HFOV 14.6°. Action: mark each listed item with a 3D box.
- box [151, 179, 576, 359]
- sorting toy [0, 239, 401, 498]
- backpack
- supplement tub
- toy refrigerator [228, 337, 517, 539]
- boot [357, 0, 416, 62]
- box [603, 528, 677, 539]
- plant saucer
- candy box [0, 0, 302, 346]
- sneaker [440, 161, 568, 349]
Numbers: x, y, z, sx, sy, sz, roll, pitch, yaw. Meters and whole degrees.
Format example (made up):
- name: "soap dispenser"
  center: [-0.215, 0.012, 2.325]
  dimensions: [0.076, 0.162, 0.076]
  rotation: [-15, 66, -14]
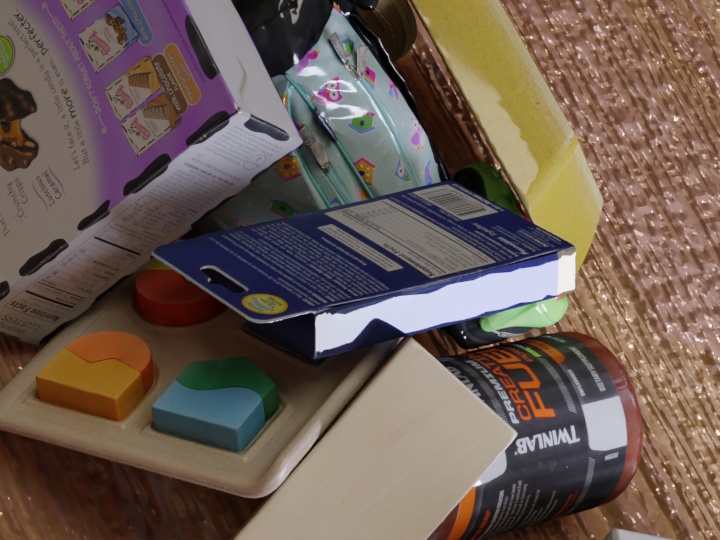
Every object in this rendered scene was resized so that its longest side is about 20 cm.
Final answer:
- name: "box"
  center: [0.000, 0.000, 1.498]
  dimensions: [0.199, 0.033, 0.121]
  rotation: [-12, 26, -30]
- name: "sorting toy"
  center: [-0.085, 0.042, 1.511]
  dimensions: [0.199, 0.037, 0.185]
  rotation: [9, 37, 29]
- name: "backpack"
  center: [-0.039, -0.074, 1.622]
  dimensions: [0.127, 0.167, 0.200]
  rotation: [-48, 119, -29]
- name: "supplement tub"
  center: [0.057, 0.101, 1.582]
  dimensions: [0.199, 0.107, 0.107]
  rotation: [-12, 62, -37]
- name: "toy refrigerator"
  center: [-0.013, 0.134, 1.462]
  dimensions: [0.076, 0.070, 0.200]
  rotation: [41, 89, 0]
- name: "boot"
  center: [-0.076, -0.165, 1.739]
  dimensions: [0.200, 0.072, 0.155]
  rotation: [37, 45, 4]
- name: "box"
  center: [0.207, 0.229, 1.567]
  dimensions: [0.199, 0.113, 0.102]
  rotation: [12, 49, -23]
- name: "plant saucer"
  center: [0.088, -0.106, 1.708]
  dimensions: [0.048, 0.200, 0.201]
  rotation: [-28, 73, 4]
- name: "candy box"
  center: [-0.155, -0.085, 1.529]
  dimensions: [0.071, 0.200, 0.168]
  rotation: [22, 36, -57]
- name: "sneaker"
  center: [0.064, -0.008, 1.659]
  dimensions: [0.077, 0.084, 0.200]
  rotation: [61, 3, -15]
